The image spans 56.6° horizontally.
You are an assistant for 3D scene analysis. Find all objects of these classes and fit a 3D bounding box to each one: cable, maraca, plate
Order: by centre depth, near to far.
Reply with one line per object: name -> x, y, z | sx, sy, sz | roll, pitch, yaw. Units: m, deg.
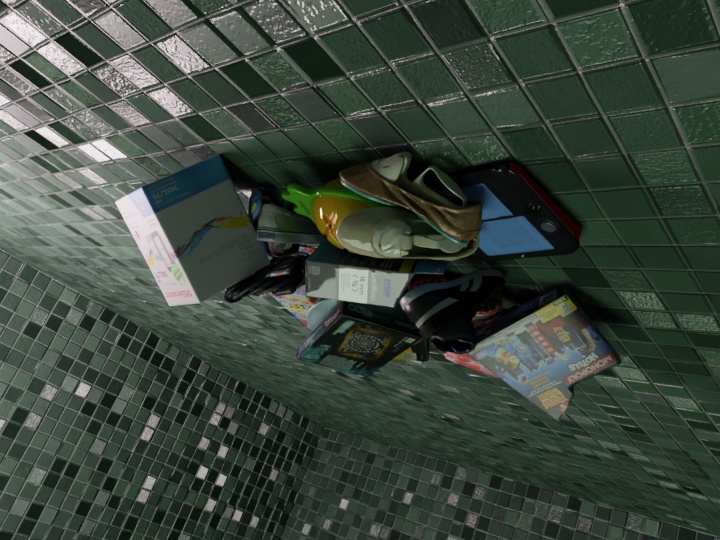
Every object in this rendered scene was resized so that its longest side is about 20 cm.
maraca -> -0.019, -0.083, 0.961 | 0.200, 0.107, 0.137 | 13, 159, 25
plate -> 0.009, 0.098, 1.087 | 0.200, 0.026, 0.200 | 4, 150, 3
cable -> -0.147, 0.014, 1.149 | 0.163, 0.051, 0.200 | -19, -167, 6

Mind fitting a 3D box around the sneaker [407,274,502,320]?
sneaker -> 0.151, 0.052, 1.171 | 0.200, 0.078, 0.082 | 13, 159, 25

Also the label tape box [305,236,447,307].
label tape box -> 0.032, -0.003, 1.007 | 0.200, 0.144, 0.063 | 7, 113, 12

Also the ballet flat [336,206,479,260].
ballet flat -> 0.069, -0.043, 0.878 | 0.200, 0.070, 0.069 | 2, 169, -25

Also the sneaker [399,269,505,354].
sneaker -> 0.162, 0.069, 1.022 | 0.200, 0.112, 0.073 | -12, 152, -32

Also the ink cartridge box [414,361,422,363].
ink cartridge box -> 0.077, 0.134, 1.459 | 0.136, 0.076, 0.200 | 16, 158, 19

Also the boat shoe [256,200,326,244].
boat shoe -> -0.104, -0.089, 1.094 | 0.074, 0.086, 0.202 | 7, -176, 25

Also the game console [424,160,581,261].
game console -> 0.176, -0.072, 0.897 | 0.177, 0.031, 0.200 | 35, 156, -31

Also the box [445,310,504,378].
box -> 0.269, 0.139, 1.235 | 0.200, 0.103, 0.095 | 20, 159, 11

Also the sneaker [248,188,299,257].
sneaker -> -0.149, -0.084, 1.178 | 0.083, 0.071, 0.200 | 0, 155, 7

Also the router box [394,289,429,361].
router box -> 0.042, 0.096, 1.159 | 0.149, 0.051, 0.200 | 2, 152, 10

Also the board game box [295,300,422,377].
board game box -> -0.007, 0.114, 1.064 | 0.135, 0.028, 0.200 | 18, 148, -18

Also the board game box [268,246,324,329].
board game box -> -0.088, 0.044, 1.363 | 0.103, 0.105, 0.200 | 10, 157, 30

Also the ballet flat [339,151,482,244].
ballet flat -> 0.069, -0.107, 0.856 | 0.200, 0.068, 0.072 | 30, 124, 14

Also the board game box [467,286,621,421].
board game box -> 0.311, 0.143, 1.102 | 0.200, 0.062, 0.200 | -34, 104, 31

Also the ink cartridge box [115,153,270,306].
ink cartridge box -> -0.276, -0.062, 1.109 | 0.147, 0.146, 0.200 | -8, 110, 54
